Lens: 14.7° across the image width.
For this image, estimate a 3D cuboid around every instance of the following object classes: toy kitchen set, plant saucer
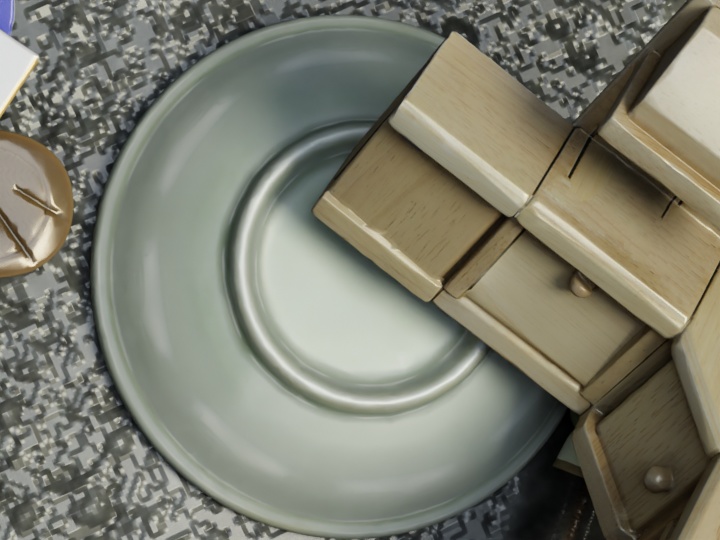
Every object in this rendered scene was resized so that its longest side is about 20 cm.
[{"bbox_3d":[0.077,0.028,0.919,0.200,0.163,0.181,37,49,-4],"label":"toy kitchen set"},{"bbox_3d":[0.000,0.000,1.050,0.199,0.050,0.201,1,84,-13],"label":"plant saucer"}]

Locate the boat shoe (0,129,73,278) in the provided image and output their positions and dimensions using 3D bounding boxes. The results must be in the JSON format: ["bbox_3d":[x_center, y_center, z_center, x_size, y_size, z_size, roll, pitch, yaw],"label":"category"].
[{"bbox_3d":[-0.205,-0.028,0.998,0.199,0.065,0.072,10,86,-13],"label":"boat shoe"}]

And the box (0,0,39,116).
[{"bbox_3d":[-0.200,-0.042,0.946,0.119,0.041,0.200,34,83,-10],"label":"box"}]

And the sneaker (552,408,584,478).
[{"bbox_3d":[0.178,0.051,1.075,0.199,0.067,0.090,10,88,-9],"label":"sneaker"}]
